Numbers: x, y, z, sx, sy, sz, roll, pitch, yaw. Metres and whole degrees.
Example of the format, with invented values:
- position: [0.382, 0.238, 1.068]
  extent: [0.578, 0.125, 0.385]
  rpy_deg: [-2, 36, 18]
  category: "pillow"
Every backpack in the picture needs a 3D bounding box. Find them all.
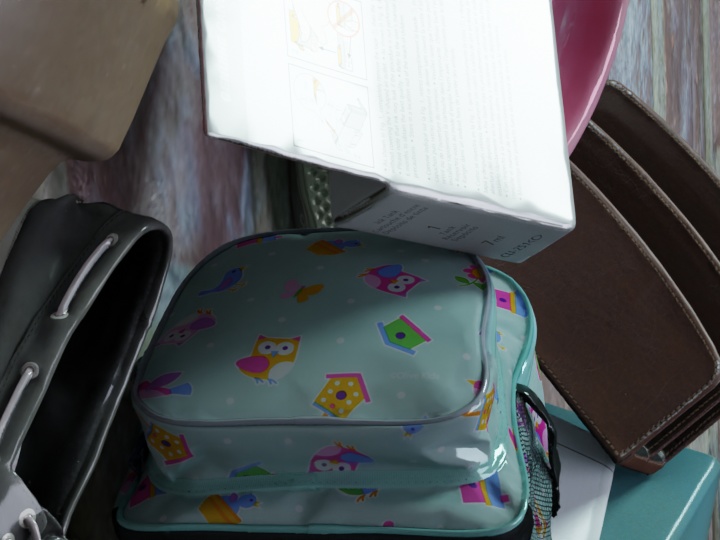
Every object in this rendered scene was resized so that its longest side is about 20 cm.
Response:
- position: [-0.007, 0.066, 1.022]
  extent: [0.200, 0.176, 0.153]
  rpy_deg: [-75, 160, -64]
  category: "backpack"

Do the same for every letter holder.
- position: [0.146, -0.008, 1.402]
  extent: [0.200, 0.142, 0.101]
  rpy_deg: [52, 8, 17]
  category: "letter holder"

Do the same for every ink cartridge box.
- position: [-0.002, -0.115, 0.985]
  extent: [0.176, 0.045, 0.200]
  rpy_deg: [12, 62, -33]
  category: "ink cartridge box"

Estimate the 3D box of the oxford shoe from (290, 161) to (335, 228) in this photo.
- position: [0.000, 0.000, 1.225]
  extent: [0.058, 0.075, 0.200]
  rpy_deg: [-108, -168, -66]
  category: "oxford shoe"

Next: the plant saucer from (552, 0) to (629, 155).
- position: [0.067, -0.127, 1.175]
  extent: [0.201, 0.051, 0.201]
  rpy_deg: [-41, 140, -48]
  category: "plant saucer"

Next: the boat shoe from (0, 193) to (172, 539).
- position: [-0.114, 0.058, 0.868]
  extent: [0.067, 0.057, 0.200]
  rpy_deg: [67, 30, -54]
  category: "boat shoe"

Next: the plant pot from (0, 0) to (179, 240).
- position: [-0.159, -0.016, 0.538]
  extent: [0.175, 0.200, 0.200]
  rpy_deg: [-70, 161, -3]
  category: "plant pot"

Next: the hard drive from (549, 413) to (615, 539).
- position: [0.061, 0.148, 1.343]
  extent: [0.027, 0.132, 0.200]
  rpy_deg: [122, -9, -47]
  category: "hard drive"

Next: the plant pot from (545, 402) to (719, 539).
- position: [0.102, 0.199, 1.434]
  extent: [0.200, 0.141, 0.141]
  rpy_deg: [-53, 154, -46]
  category: "plant pot"
